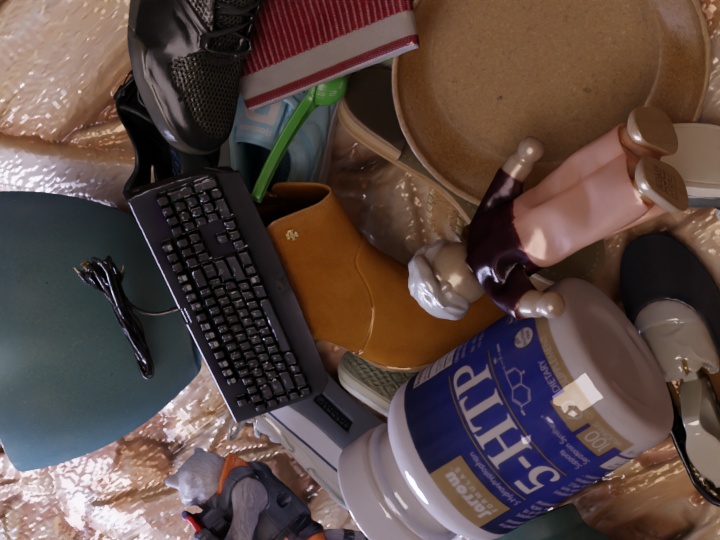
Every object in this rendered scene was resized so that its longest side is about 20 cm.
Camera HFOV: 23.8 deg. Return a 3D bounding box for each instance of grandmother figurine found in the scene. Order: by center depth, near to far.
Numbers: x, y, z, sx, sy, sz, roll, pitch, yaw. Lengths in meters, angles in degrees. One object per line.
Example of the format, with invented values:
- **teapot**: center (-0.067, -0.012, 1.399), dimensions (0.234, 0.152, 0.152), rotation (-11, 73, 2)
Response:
- **grandmother figurine**: center (0.107, -0.021, 1.051), dimensions (0.061, 0.121, 0.200), rotation (31, 137, -33)

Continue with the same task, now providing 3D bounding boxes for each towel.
- **towel**: center (-0.040, -0.216, 1.082), dimensions (0.144, 0.023, 0.200), rotation (-17, 84, 36)

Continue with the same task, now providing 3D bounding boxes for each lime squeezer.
- **lime squeezer**: center (-0.001, -0.120, 1.117), dimensions (0.200, 0.038, 0.071), rotation (-31, 89, -10)

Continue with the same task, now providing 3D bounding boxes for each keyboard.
- **keyboard**: center (-0.108, 0.025, 1.121), dimensions (0.127, 0.021, 0.200), rotation (-16, 126, 8)

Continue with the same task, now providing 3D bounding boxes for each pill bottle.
- **pill bottle**: center (0.088, 0.104, 1.101), dimensions (0.200, 0.120, 0.120), rotation (-36, 97, 24)

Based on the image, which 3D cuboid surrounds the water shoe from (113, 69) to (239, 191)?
- **water shoe**: center (-0.125, -0.130, 1.161), dimensions (0.071, 0.079, 0.200), rotation (18, 120, 36)

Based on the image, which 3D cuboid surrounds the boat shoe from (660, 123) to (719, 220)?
- **boat shoe**: center (0.244, -0.048, 1.067), dimensions (0.200, 0.073, 0.062), rotation (2, 129, 4)

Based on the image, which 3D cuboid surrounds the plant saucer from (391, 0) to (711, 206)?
- **plant saucer**: center (0.119, -0.130, 1.080), dimensions (0.200, 0.035, 0.200), rotation (-1, 118, -1)

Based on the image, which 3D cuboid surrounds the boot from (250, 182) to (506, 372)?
- **boot**: center (-0.001, 0.000, 1.147), dimensions (0.201, 0.071, 0.144), rotation (-8, 134, 6)

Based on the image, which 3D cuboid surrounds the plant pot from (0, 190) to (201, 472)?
- **plant pot**: center (-0.186, 0.036, 1.217), dimensions (0.135, 0.200, 0.200), rotation (-7, 112, 0)

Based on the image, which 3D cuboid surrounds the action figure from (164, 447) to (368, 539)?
- **action figure**: center (-0.059, 0.199, 1.274), dimensions (0.193, 0.200, 0.105), rotation (37, 80, -4)

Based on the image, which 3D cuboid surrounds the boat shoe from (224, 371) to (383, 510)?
- **boat shoe**: center (-0.058, 0.102, 1.261), dimensions (0.202, 0.075, 0.086), rotation (44, 130, -11)

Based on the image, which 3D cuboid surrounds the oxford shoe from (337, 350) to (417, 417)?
- **oxford shoe**: center (0.072, 0.113, 1.213), dimensions (0.200, 0.075, 0.058), rotation (24, 130, 7)

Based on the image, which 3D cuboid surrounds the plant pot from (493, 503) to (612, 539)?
- **plant pot**: center (0.119, 0.244, 1.197), dimensions (0.200, 0.200, 0.134), rotation (-25, 81, 27)

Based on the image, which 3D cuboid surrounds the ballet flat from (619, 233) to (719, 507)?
- **ballet flat**: center (0.222, 0.073, 1.140), dimensions (0.073, 0.073, 0.200), rotation (-15, 107, 25)

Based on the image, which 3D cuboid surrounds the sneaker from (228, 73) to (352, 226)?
- **sneaker**: center (-0.050, -0.116, 1.147), dimensions (0.074, 0.082, 0.200), rotation (10, 116, 15)

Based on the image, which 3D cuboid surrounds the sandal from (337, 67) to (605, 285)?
- **sandal**: center (0.071, -0.051, 1.155), dimensions (0.212, 0.078, 0.070), rotation (38, 152, 8)

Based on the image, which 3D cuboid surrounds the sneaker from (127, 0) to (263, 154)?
- **sneaker**: center (-0.082, -0.172, 1.056), dimensions (0.114, 0.076, 0.200), rotation (3, 90, 41)
